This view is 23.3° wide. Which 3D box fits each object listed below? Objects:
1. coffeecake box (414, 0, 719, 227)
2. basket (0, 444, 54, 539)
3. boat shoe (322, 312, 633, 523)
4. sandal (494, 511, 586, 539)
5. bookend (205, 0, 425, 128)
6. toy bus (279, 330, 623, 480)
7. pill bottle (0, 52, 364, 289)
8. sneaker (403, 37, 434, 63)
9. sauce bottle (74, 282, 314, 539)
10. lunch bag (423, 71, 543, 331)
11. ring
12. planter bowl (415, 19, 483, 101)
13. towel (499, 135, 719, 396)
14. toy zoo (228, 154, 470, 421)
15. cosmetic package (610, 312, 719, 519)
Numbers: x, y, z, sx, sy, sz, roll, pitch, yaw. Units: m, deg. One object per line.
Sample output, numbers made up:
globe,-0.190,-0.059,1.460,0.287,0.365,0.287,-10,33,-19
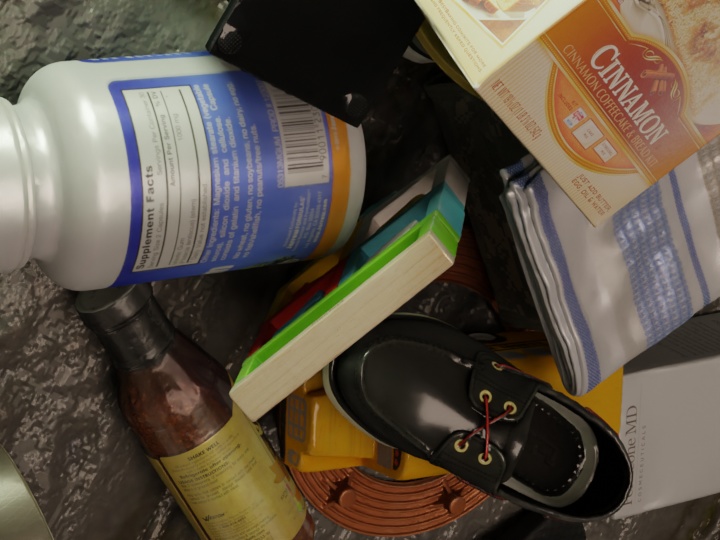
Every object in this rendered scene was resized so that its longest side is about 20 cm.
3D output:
coffeecake box,0.145,-0.132,0.800,0.200,0.073,0.153,-38,145,10
basket,-0.255,0.170,0.863,0.199,0.136,0.182,-26,119,-25
boat shoe,0.067,0.079,0.936,0.201,0.063,0.074,29,84,-33
sandal,0.064,0.214,1.116,0.200,0.048,0.076,-27,117,-34
bookend,-0.020,-0.209,0.854,0.092,0.200,0.200,24,106,-34
toy bus,0.052,0.078,1.010,0.199,0.078,0.066,-4,103,-34
pill bottle,-0.108,-0.051,0.875,0.199,0.112,0.113,-8,110,-27
sneaker,0.069,-0.209,0.955,0.073,0.079,0.202,6,102,-29
sauce bottle,-0.091,0.085,0.966,0.066,0.066,0.201,-36,122,-15
lunch bag,0.162,-0.072,1.030,0.199,0.117,0.165,-29,112,-25
ring,0.040,0.071,1.066,0.199,0.019,0.202,-10,112,-28
planter bowl,0.117,-0.179,0.893,0.199,0.083,0.202,-1,93,-23
towel,0.170,-0.036,0.958,0.199,0.024,0.148,-32,120,-20
toy zoo,0.000,0.000,0.926,0.131,0.200,0.020,-38,99,15
cosmetic package,0.226,0.088,1.147,0.199,0.074,0.103,-11,111,-28
